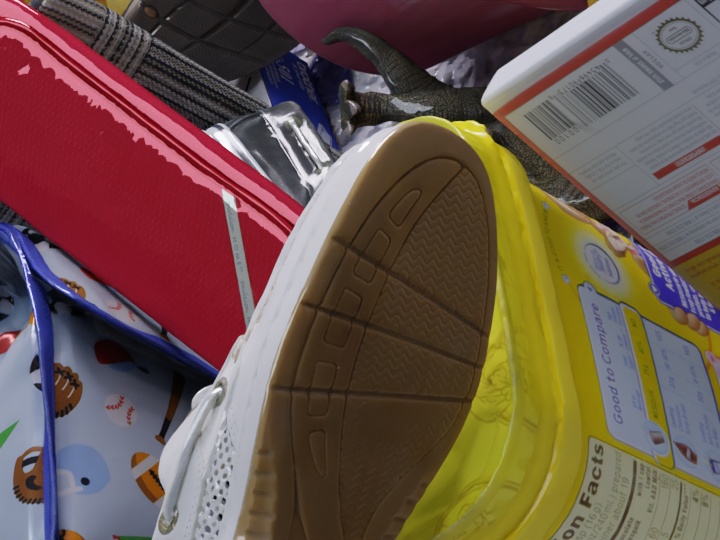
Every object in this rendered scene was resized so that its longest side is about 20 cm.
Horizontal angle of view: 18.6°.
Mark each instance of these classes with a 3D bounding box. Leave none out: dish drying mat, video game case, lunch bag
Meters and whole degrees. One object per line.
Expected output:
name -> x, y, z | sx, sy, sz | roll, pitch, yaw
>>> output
dish drying mat -> -0.097, -0.034, 0.900 | 0.200, 0.018, 0.077 | 36, 107, 20
video game case -> 0.149, -0.017, 0.644 | 0.143, 0.200, 0.017 | -31, 23, 53
lunch bag -> -0.098, 0.086, 0.928 | 0.124, 0.170, 0.200 | -34, 44, 31

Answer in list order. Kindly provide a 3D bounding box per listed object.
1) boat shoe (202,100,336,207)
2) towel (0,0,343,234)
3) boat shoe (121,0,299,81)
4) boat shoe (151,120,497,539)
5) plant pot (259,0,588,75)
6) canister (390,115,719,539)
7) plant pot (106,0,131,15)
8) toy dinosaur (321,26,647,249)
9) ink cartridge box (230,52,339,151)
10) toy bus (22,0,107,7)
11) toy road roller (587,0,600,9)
boat shoe -> 0.000, 0.000, 0.919 | 0.071, 0.072, 0.200 | -33, 66, -12
towel -> -0.121, -0.011, 1.001 | 0.200, 0.192, 0.035 | -48, 32, 19
boat shoe -> -0.039, -0.158, 1.072 | 0.200, 0.075, 0.073 | -40, 18, -11
boat shoe -> -0.024, 0.052, 0.595 | 0.069, 0.071, 0.200 | 11, 79, 51
plant pot -> 0.038, -0.178, 0.923 | 0.179, 0.200, 0.200 | -39, 40, 53
canister -> 0.081, 0.055, 0.696 | 0.087, 0.200, 0.149 | -38, 42, 31
plant pot -> -0.156, -0.134, 1.151 | 0.142, 0.200, 0.200 | 37, 99, 28
toy dinosaur -> 0.052, -0.042, 0.875 | 0.200, 0.102, 0.077 | 25, 109, 48
ink cartridge box -> -0.093, -0.016, 1.094 | 0.200, 0.044, 0.094 | -46, 37, 23
toy bus -> -0.152, -0.113, 1.032 | 0.078, 0.065, 0.200 | -65, -36, -82
toy road roller -> 0.172, -0.122, 0.694 | 0.123, 0.200, 0.146 | -7, 77, 42
